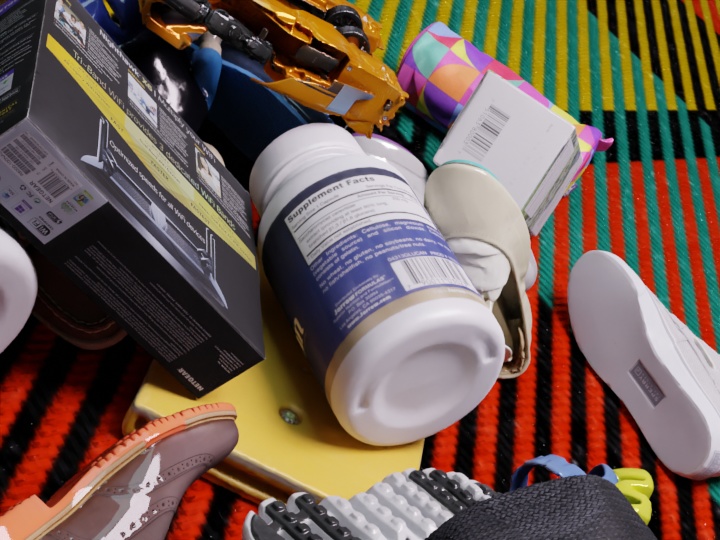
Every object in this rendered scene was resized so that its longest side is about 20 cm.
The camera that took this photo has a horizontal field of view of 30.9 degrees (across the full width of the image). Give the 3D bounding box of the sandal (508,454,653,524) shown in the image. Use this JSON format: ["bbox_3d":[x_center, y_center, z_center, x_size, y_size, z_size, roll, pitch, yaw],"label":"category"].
[{"bbox_3d":[0.124,0.176,0.770,0.086,0.080,0.200,24,25,-3],"label":"sandal"}]

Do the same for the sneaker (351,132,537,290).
[{"bbox_3d":[0.047,-0.019,0.980,0.199,0.075,0.101,30,71,-28],"label":"sneaker"}]

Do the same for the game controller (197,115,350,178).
[{"bbox_3d":[-0.062,-0.128,1.048,0.104,0.042,0.200,31,34,1],"label":"game controller"}]

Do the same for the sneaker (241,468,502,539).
[{"bbox_3d":[0.016,0.159,0.698,0.198,0.082,0.075,-1,23,-38],"label":"sneaker"}]

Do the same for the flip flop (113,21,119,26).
[{"bbox_3d":[-0.202,-0.157,0.955,0.057,0.081,0.200,-33,64,-18],"label":"flip flop"}]

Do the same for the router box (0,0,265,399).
[{"bbox_3d":[-0.134,-0.048,0.738,0.200,0.052,0.158,49,19,-34],"label":"router box"}]

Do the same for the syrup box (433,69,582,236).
[{"bbox_3d":[0.121,-0.087,1.027,0.081,0.079,0.200,34,5,10],"label":"syrup box"}]

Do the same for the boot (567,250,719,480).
[{"bbox_3d":[0.238,0.073,1.006,0.095,0.074,0.202,6,48,-42],"label":"boot"}]

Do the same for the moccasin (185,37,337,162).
[{"bbox_3d":[-0.080,-0.142,0.939,0.200,0.081,0.068,41,49,15],"label":"moccasin"}]

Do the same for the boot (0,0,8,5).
[{"bbox_3d":[-0.253,-0.099,0.850,0.186,0.069,0.202,-2,60,-20],"label":"boot"}]

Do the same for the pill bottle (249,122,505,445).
[{"bbox_3d":[0.000,0.000,0.813,0.110,0.112,0.201,5,39,-34],"label":"pill bottle"}]

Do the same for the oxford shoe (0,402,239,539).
[{"bbox_3d":[-0.123,0.131,0.644,0.199,0.071,0.073,-32,85,-44],"label":"oxford shoe"}]

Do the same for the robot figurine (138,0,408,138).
[{"bbox_3d":[-0.065,-0.163,0.847,0.198,0.058,0.146,22,31,-28],"label":"robot figurine"}]

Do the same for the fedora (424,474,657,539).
[{"bbox_3d":[0.080,0.164,0.626,0.198,0.202,0.092,6,41,-32],"label":"fedora"}]

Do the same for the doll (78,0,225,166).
[{"bbox_3d":[-0.143,-0.140,0.858,0.136,0.048,0.202,-31,94,-44],"label":"doll"}]

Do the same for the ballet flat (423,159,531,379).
[{"bbox_3d":[0.084,0.009,0.879,0.068,0.201,0.070,-9,54,13],"label":"ballet flat"}]

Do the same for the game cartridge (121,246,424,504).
[{"bbox_3d":[-0.040,0.071,0.817,0.175,0.033,0.201,27,31,-6],"label":"game cartridge"}]

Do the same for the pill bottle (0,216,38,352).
[{"bbox_3d":[-0.266,-0.038,0.702,0.112,0.113,0.200,-10,50,-45],"label":"pill bottle"}]

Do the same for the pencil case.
[{"bbox_3d":[0.124,-0.140,1.174,0.199,0.089,0.088,35,33,6],"label":"pencil case"}]

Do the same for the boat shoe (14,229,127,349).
[{"bbox_3d":[-0.197,-0.046,0.765,0.072,0.060,0.203,-30,81,-13],"label":"boat shoe"}]
